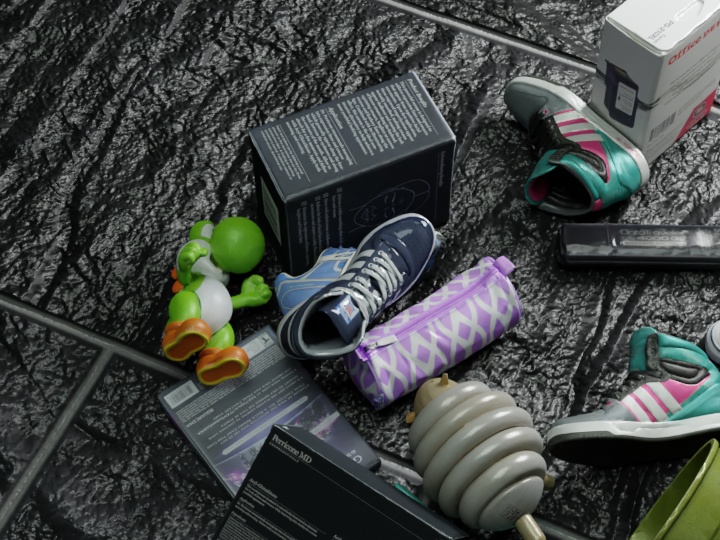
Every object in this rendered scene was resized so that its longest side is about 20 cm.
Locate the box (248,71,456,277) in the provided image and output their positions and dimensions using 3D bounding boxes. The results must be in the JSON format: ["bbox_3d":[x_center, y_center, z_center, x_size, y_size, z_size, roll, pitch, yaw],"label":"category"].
[{"bbox_3d":[-0.008,-0.101,1.596,0.198,0.149,0.108,-20,58,-13],"label":"box"}]

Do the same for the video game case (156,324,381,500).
[{"bbox_3d":[-0.094,0.162,1.497,0.142,0.019,0.200,-32,62,-19],"label":"video game case"}]

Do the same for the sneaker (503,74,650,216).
[{"bbox_3d":[0.213,-0.131,1.659,0.200,0.084,0.120,39,55,22],"label":"sneaker"}]

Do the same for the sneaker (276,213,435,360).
[{"bbox_3d":[0.004,0.019,1.469,0.200,0.108,0.070,-41,96,-6],"label":"sneaker"}]

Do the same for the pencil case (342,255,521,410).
[{"bbox_3d":[0.072,0.062,1.523,0.199,0.086,0.084,-31,48,-20],"label":"pencil case"}]

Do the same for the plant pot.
[{"bbox_3d":[0.334,0.290,1.317,0.192,0.201,0.201,37,63,9],"label":"plant pot"}]

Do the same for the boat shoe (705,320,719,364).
[{"bbox_3d":[0.459,0.065,1.527,0.198,0.067,0.074,1,55,2],"label":"boat shoe"}]

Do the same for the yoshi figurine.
[{"bbox_3d":[-0.146,0.013,1.544,0.111,0.113,0.201,5,44,-7],"label":"yoshi figurine"}]

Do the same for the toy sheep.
[{"bbox_3d":[0.117,0.181,1.408,0.137,0.138,0.200,-30,58,-19],"label":"toy sheep"}]

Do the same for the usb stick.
[{"bbox_3d":[0.312,-0.027,1.613,0.198,0.033,0.056,1,49,1],"label":"usb stick"}]

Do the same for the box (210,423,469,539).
[{"bbox_3d":[-0.022,0.252,1.363,0.199,0.079,0.142,31,95,18],"label":"box"}]

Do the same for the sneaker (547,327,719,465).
[{"bbox_3d":[0.273,0.120,1.471,0.198,0.084,0.122,-4,60,-11],"label":"sneaker"}]

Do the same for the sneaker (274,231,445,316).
[{"bbox_3d":[0.000,0.000,1.571,0.199,0.076,0.077,-25,63,-17],"label":"sneaker"}]

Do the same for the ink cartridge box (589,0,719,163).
[{"bbox_3d":[0.335,-0.228,1.648,0.144,0.201,0.084,-39,63,-23],"label":"ink cartridge box"}]

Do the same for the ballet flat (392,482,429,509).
[{"bbox_3d":[0.091,0.278,1.396,0.199,0.070,0.070,32,61,23],"label":"ballet flat"}]
